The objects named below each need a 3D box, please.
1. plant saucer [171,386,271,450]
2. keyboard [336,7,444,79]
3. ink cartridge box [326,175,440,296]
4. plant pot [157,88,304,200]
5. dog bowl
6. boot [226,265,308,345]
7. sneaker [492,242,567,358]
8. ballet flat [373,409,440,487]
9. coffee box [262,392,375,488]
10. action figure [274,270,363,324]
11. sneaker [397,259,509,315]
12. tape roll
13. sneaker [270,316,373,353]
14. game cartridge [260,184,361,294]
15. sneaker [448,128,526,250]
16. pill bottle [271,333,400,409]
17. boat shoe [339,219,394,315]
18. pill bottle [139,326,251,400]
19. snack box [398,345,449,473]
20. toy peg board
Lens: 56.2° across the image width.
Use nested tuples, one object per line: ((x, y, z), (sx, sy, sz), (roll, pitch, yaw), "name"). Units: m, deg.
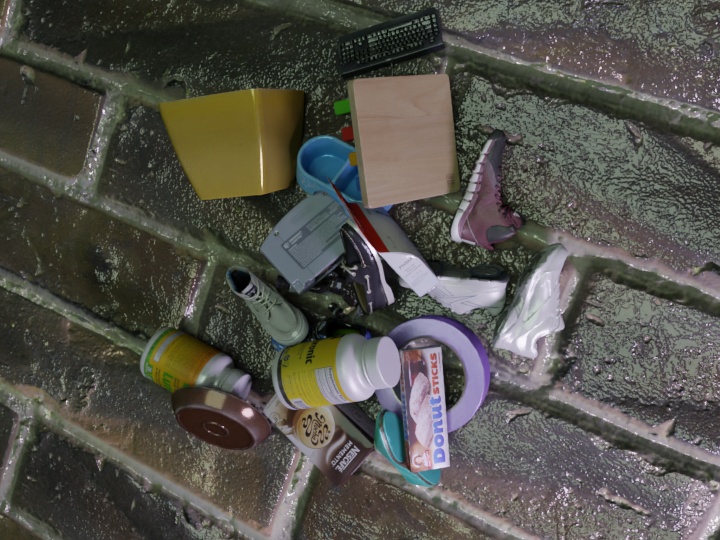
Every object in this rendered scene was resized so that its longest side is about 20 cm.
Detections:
((-0.268, 0.286, 1.268), (0.199, 0.035, 0.201), (11, 140, 9), "plant saucer")
((0.052, -0.384, 1.207), (0.199, 0.021, 0.128), (-11, 88, 20), "keyboard")
((0.036, -0.066, 1.095), (0.047, 0.200, 0.160), (-37, 40, 7), "ink cartridge box")
((-0.218, -0.227, 1.227), (0.199, 0.200, 0.178), (-2, 102, 19), "plant pot")
((-0.029, -0.171, 1.204), (0.199, 0.050, 0.112), (30, 74, 16), "dog bowl")
((-0.178, 0.060, 1.223), (0.074, 0.096, 0.200), (-51, 46, -6), "boot")
((0.300, 0.053, 1.115), (0.099, 0.078, 0.201), (26, 101, 0), "sneaker")
((0.063, 0.312, 1.162), (0.070, 0.068, 0.200), (-12, 130, 37), "ballet flat")
((-0.066, 0.281, 1.241), (0.200, 0.080, 0.113), (41, 104, 14), "coffee box")
((-0.052, 0.022, 1.235), (0.199, 0.069, 0.131), (17, 91, 3), "action figure")
((0.156, 0.034, 1.160), (0.199, 0.074, 0.088), (8, 119, 28), "sneaker")
((0.123, 0.180, 1.179), (0.199, 0.066, 0.202), (1, 92, 19), "tape roll")
((-0.070, 0.118, 1.222), (0.199, 0.089, 0.079), (-2, 50, 15), "sneaker")
((-0.075, -0.066, 1.212), (0.200, 0.041, 0.133), (-40, 73, -10), "game cartridge")
((0.234, -0.126, 1.131), (0.115, 0.076, 0.201), (24, 110, 12), "sneaker")
((-0.038, 0.166, 1.120), (0.199, 0.111, 0.112), (-13, 88, 28), "pill bottle")
((0.000, 0.000, 1.129), (0.060, 0.200, 0.074), (-34, 48, -10), "boat shoe")
((-0.317, 0.198, 1.311), (0.199, 0.111, 0.112), (23, 99, 17), "pill bottle")
((0.105, 0.229, 1.122), (0.071, 0.024, 0.202), (-5, 91, -18), "snack box")
((0.055, -0.219, 1.140), (0.098, 0.199, 0.201), (7, 107, 56), "toy peg board")
